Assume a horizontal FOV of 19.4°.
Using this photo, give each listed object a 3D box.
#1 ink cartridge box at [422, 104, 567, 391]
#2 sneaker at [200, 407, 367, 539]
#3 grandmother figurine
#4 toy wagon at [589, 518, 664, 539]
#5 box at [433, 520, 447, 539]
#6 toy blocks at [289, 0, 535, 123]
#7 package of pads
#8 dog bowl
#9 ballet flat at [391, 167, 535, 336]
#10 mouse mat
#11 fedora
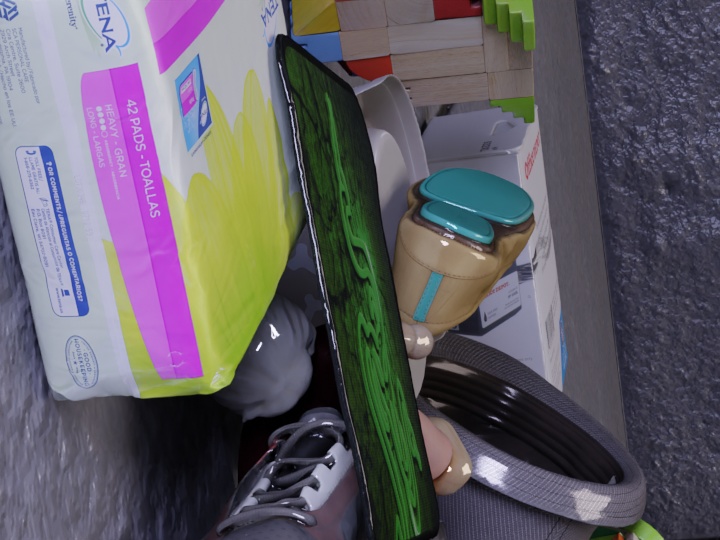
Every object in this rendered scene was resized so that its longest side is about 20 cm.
[{"bbox_3d":[0.093,-0.003,1.504,0.145,0.083,0.201,-61,144,-70],"label":"ink cartridge box"},{"bbox_3d":[-0.030,0.095,0.819,0.200,0.077,0.082,-6,98,-75],"label":"sneaker"},{"bbox_3d":[-0.017,0.067,0.938,0.122,0.060,0.200,-61,147,-15],"label":"grandmother figurine"},{"bbox_3d":[0.089,0.202,1.264,0.040,0.155,0.200,53,-21,-21],"label":"toy wagon"},{"bbox_3d":[0.010,0.215,1.066,0.200,0.049,0.159,7,79,-78],"label":"box"},{"bbox_3d":[0.020,-0.149,1.104,0.200,0.136,0.100,79,6,-59],"label":"toy blocks"},{"bbox_3d":[-0.069,-0.056,0.751,0.200,0.068,0.155,-69,151,-65],"label":"package of pads"},{"bbox_3d":[0.000,0.000,1.100,0.200,0.058,0.201,-5,90,-79],"label":"dog bowl"},{"bbox_3d":[0.044,-0.010,1.069,0.200,0.068,0.063,-34,146,-75],"label":"ballet flat"},{"bbox_3d":[0.002,0.012,0.847,0.161,0.007,0.201,17,63,-79],"label":"mouse mat"},{"bbox_3d":[0.071,0.118,1.228,0.176,0.200,0.091,12,109,-40],"label":"fedora"}]
